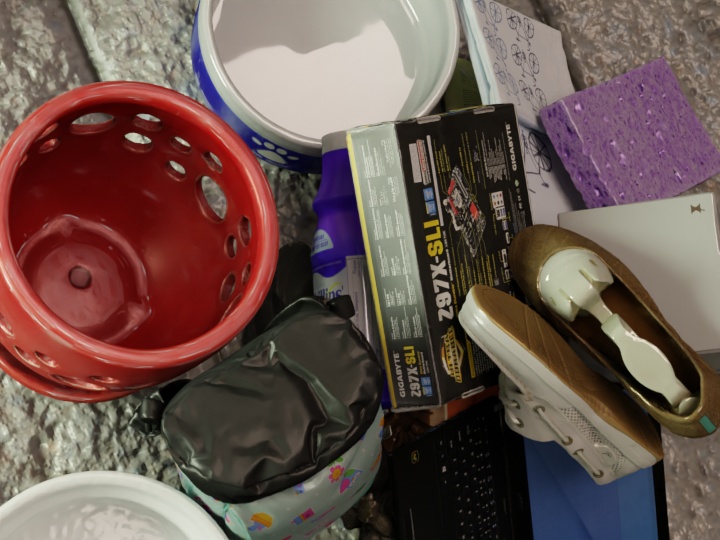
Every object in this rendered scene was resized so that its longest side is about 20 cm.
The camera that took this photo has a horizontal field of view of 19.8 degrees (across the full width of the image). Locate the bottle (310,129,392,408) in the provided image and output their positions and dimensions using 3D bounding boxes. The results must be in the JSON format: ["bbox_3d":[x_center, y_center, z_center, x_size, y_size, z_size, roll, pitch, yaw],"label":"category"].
[{"bbox_3d":[0.000,0.000,1.489,0.065,0.084,0.201,-1,83,-21],"label":"bottle"}]

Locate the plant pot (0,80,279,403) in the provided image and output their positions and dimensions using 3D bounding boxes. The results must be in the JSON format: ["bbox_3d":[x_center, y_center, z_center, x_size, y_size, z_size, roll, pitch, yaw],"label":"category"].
[{"bbox_3d":[-0.178,-0.007,1.420,0.200,0.182,0.201,8,69,-22],"label":"plant pot"}]

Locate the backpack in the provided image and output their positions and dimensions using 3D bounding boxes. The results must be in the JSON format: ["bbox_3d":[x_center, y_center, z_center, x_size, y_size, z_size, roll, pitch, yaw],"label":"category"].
[{"bbox_3d":[-0.060,0.118,1.388,0.167,0.200,0.127,-26,74,-13],"label":"backpack"}]

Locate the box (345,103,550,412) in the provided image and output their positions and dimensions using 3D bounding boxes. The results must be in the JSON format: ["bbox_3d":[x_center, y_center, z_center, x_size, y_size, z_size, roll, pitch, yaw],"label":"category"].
[{"bbox_3d":[0.067,-0.014,1.469,0.160,0.049,0.201,-15,97,-51],"label":"box"}]

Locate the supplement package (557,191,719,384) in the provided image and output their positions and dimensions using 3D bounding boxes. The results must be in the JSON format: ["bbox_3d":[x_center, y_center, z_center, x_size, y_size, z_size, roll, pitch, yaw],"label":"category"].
[{"bbox_3d":[0.225,0.030,1.568,0.119,0.200,0.122,-7,73,12],"label":"supplement package"}]

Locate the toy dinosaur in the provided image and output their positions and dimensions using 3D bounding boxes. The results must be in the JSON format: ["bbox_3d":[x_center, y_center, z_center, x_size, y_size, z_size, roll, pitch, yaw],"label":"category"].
[{"bbox_3d":[0.017,0.212,1.499,0.102,0.077,0.200,23,72,-35],"label":"toy dinosaur"}]

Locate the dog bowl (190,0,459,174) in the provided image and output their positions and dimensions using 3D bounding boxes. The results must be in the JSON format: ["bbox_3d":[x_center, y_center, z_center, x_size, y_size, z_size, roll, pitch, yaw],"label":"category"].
[{"bbox_3d":[-0.029,-0.178,1.582,0.200,0.079,0.201,3,76,-12],"label":"dog bowl"}]

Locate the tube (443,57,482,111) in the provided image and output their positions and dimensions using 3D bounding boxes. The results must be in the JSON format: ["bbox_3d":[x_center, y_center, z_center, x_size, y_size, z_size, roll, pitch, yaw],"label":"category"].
[{"bbox_3d":[0.098,-0.097,1.631,0.200,0.052,0.058,-89,154,-43],"label":"tube"}]

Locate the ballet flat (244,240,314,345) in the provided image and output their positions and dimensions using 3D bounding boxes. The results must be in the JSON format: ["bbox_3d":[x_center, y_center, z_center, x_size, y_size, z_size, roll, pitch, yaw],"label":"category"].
[{"bbox_3d":[-0.049,0.077,1.538,0.057,0.066,0.201,29,57,-59],"label":"ballet flat"}]

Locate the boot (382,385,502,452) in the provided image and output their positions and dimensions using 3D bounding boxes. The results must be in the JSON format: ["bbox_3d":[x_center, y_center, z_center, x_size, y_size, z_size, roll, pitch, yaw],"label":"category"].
[{"bbox_3d":[0.062,0.038,1.550,0.107,0.075,0.201,1,86,-43],"label":"boot"}]

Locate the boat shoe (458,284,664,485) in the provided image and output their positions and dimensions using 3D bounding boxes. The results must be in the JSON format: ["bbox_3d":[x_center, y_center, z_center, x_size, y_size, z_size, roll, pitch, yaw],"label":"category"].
[{"bbox_3d":[0.128,0.089,1.441,0.200,0.069,0.071,42,23,-26],"label":"boat shoe"}]

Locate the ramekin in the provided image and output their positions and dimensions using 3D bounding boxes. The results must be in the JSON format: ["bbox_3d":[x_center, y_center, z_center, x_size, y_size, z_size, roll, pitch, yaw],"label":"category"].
[{"bbox_3d":[-0.176,0.231,1.370,0.200,0.098,0.201,0,88,-9],"label":"ramekin"}]

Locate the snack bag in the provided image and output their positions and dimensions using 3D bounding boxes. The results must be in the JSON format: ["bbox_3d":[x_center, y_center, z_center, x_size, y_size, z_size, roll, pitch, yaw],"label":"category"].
[{"bbox_3d":[0.141,-0.113,1.630,0.188,0.021,0.201,13,62,-61],"label":"snack bag"}]

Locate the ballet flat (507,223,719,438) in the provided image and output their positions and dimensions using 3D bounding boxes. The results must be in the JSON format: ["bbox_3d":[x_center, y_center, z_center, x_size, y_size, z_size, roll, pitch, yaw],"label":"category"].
[{"bbox_3d":[0.176,0.038,1.432,0.068,0.072,0.200,-43,75,7],"label":"ballet flat"}]

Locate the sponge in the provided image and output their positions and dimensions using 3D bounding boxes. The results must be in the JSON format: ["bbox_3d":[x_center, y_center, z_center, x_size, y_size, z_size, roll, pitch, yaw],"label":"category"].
[{"bbox_3d":[0.225,-0.105,1.677,0.200,0.030,0.112,-26,87,-53],"label":"sponge"}]

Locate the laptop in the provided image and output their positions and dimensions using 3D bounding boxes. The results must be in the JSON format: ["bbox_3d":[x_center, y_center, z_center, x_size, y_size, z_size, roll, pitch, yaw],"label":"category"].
[{"bbox_3d":[0.127,0.188,1.505,0.200,0.103,0.178,-24,112,-45],"label":"laptop"}]
